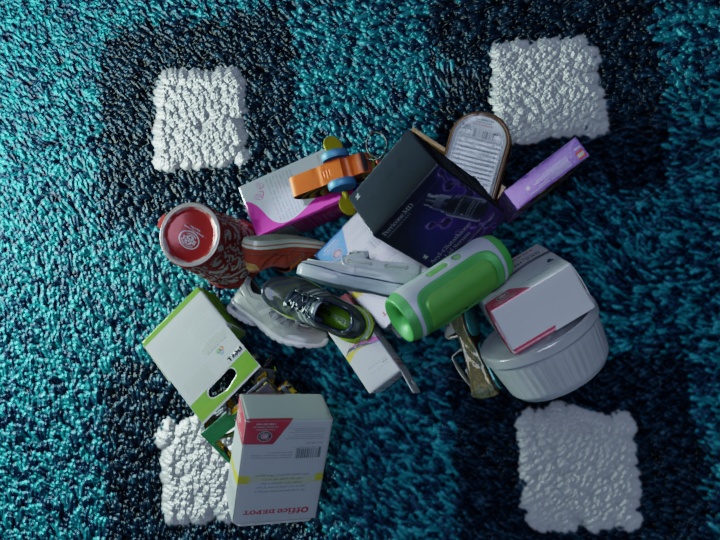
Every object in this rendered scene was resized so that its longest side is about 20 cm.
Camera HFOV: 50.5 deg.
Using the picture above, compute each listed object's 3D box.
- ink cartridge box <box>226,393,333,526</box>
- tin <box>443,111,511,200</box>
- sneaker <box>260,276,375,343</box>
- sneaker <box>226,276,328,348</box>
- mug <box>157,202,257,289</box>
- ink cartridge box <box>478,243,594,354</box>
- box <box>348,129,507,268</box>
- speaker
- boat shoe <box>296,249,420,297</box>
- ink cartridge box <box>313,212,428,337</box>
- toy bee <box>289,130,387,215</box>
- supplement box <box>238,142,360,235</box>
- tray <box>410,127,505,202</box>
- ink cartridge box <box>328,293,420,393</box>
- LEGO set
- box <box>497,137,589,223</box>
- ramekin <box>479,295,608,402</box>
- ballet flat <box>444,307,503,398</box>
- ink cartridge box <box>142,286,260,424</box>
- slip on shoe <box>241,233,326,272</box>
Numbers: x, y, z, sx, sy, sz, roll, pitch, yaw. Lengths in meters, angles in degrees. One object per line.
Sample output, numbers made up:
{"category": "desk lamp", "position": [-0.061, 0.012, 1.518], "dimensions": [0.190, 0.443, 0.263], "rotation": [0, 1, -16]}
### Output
{"category": "ink cartridge box", "position": [-0.137, 0.310, 1.258], "dimensions": [0.144, 0.083, 0.201], "rotation": [3, 112, -20]}
{"category": "tin", "position": [0.192, -0.177, 1.319], "dimensions": [0.111, 0.042, 0.201], "rotation": [15, 85, 16]}
{"category": "sneaker", "position": [-0.074, 0.056, 1.230], "dimensions": [0.199, 0.081, 0.074], "rotation": [19, 84, 16]}
{"category": "sneaker", "position": [-0.143, 0.077, 1.355], "dimensions": [0.199, 0.075, 0.082], "rotation": [24, 96, 13]}
{"category": "mug", "position": [-0.280, -0.043, 1.337], "dimensions": [0.176, 0.200, 0.135], "rotation": [-4, 82, 9]}
{"category": "ink cartridge box", "position": [0.266, 0.039, 1.221], "dimensions": [0.145, 0.200, 0.085], "rotation": [-31, 98, 4]}
{"category": "box", "position": [0.107, -0.100, 1.200], "dimensions": [0.148, 0.199, 0.105], "rotation": [-48, 45, 18]}
{"category": "speaker", "position": [0.137, 0.026, 1.170], "dimensions": [0.199, 0.089, 0.089], "rotation": [-32, 77, -18]}
{"category": "boat shoe", "position": [0.000, 0.000, 1.224], "dimensions": [0.199, 0.074, 0.067], "rotation": [13, 83, -1]}
{"category": "ink cartridge box", "position": [0.043, 0.008, 1.310], "dimensions": [0.129, 0.125, 0.200], "rotation": [-44, 78, 3]}
{"category": "toy bee", "position": [-0.014, -0.157, 1.265], "dimensions": [0.199, 0.108, 0.132], "rotation": [5, 93, 35]}
{"category": "supplement box", "position": [-0.100, -0.133, 1.368], "dimensions": [0.199, 0.103, 0.102], "rotation": [-22, 80, 5]}
{"category": "tray", "position": [0.148, -0.158, 1.360], "dimensions": [0.199, 0.037, 0.099], "rotation": [35, 89, 12]}
{"category": "ink cartridge box", "position": [0.017, 0.142, 1.301], "dimensions": [0.067, 0.116, 0.200], "rotation": [-37, 77, 4]}
{"category": "LEGO set", "position": [-0.187, 0.257, 1.346], "dimensions": [0.154, 0.116, 0.200], "rotation": [41, 95, -17]}
{"category": "box", "position": [0.291, -0.141, 1.248], "dimensions": [0.137, 0.200, 0.039], "rotation": [-37, 84, 4]}
{"category": "ramekin", "position": [0.300, 0.126, 1.217], "dimensions": [0.202, 0.202, 0.095], "rotation": [-30, 99, 5]}
{"category": "ballet flat", "position": [0.180, 0.123, 1.304], "dimensions": [0.070, 0.071, 0.201], "rotation": [-21, 79, 7]}
{"category": "ink cartridge box", "position": [-0.269, 0.154, 1.352], "dimensions": [0.148, 0.076, 0.200], "rotation": [-44, 66, 2]}
{"category": "slip on shoe", "position": [-0.128, -0.029, 1.322], "dimensions": [0.074, 0.199, 0.062], "rotation": [14, 102, 35]}
